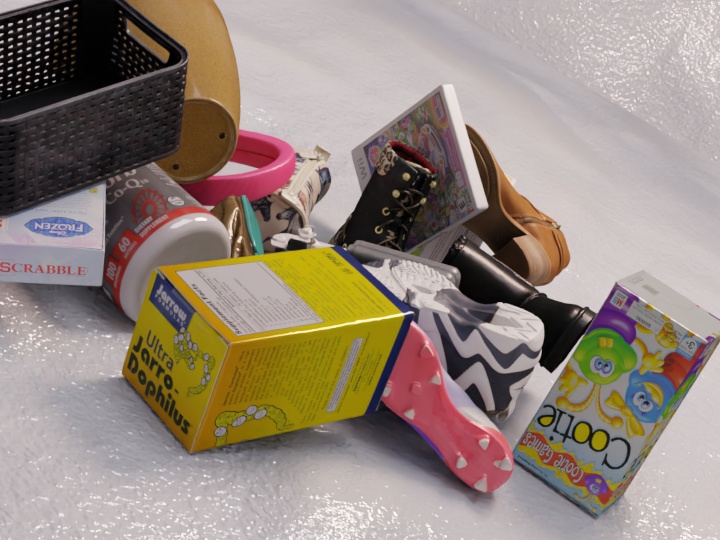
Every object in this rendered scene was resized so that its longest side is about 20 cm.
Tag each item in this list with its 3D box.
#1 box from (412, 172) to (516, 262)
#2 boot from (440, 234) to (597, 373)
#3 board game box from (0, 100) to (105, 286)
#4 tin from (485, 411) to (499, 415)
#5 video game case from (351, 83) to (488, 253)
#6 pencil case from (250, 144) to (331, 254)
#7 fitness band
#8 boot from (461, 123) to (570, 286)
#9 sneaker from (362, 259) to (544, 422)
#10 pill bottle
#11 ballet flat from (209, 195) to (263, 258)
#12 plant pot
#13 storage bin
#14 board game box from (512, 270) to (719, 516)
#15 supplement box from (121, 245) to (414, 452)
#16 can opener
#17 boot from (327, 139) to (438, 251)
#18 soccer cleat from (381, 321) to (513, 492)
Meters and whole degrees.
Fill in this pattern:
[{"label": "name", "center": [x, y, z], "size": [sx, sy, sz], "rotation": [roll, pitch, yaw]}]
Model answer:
[{"label": "box", "center": [0.112, -0.072, 1.923], "size": [0.101, 0.113, 0.200], "rotation": [30, 18, 3]}, {"label": "boot", "center": [0.152, 0.028, 1.600], "size": [0.162, 0.073, 0.198], "rotation": [40, -5, 6]}, {"label": "board game box", "center": [-0.308, -0.069, 1.290], "size": [0.200, 0.041, 0.200], "rotation": [3, 39, -9]}, {"label": "tin", "center": [0.115, 0.089, 1.619], "size": [0.112, 0.042, 0.200], "rotation": [36, 17, 1]}, {"label": "video game case", "center": [0.061, -0.102, 1.741], "size": [0.018, 0.200, 0.143], "rotation": [-8, 77, -33]}, {"label": "pencil case", "center": [-0.082, -0.078, 1.710], "size": [0.078, 0.089, 0.200], "rotation": [28, 20, -3]}, {"label": "fitness band", "center": [-0.158, -0.111, 1.644], "size": [0.200, 0.037, 0.144], "rotation": [14, 27, 39]}, {"label": "boot", "center": [0.167, -0.075, 1.768], "size": [0.200, 0.077, 0.155], "rotation": [58, 25, 9]}, {"label": "sneaker", "center": [0.070, 0.077, 1.474], "size": [0.199, 0.130, 0.079], "rotation": [19, 28, 18]}, {"label": "pill bottle", "center": [-0.218, -0.049, 1.410], "size": [0.200, 0.116, 0.116], "rotation": [39, 22, 31]}, {"label": "ballet flat", "center": [-0.116, 0.002, 1.466], "size": [0.200, 0.072, 0.068], "rotation": [-115, 179, -48]}, {"label": "plant pot", "center": [-0.193, -0.175, 1.563], "size": [0.186, 0.186, 0.200], "rotation": [16, 23, -31]}, {"label": "storage bin", "center": [-0.254, -0.140, 1.284], "size": [0.200, 0.094, 0.135], "rotation": [-24, 50, -37]}, {"label": "board game box", "center": [0.247, 0.115, 1.497], "size": [0.103, 0.200, 0.105], "rotation": [35, 19, 17]}, {"label": "supplement box", "center": [-0.074, 0.060, 1.289], "size": [0.200, 0.110, 0.109], "rotation": [-7, 39, -42]}, {"label": "can opener", "center": [0.000, 0.000, 1.588], "size": [0.200, 0.067, 0.053], "rotation": [11, 15, 12]}, {"label": "boot", "center": [0.031, -0.037, 1.659], "size": [0.073, 0.154, 0.204], "rotation": [19, 22, -24]}, {"label": "soccer cleat", "center": [0.063, 0.113, 1.398], "size": [0.200, 0.067, 0.076], "rotation": [50, 2, -8]}]
